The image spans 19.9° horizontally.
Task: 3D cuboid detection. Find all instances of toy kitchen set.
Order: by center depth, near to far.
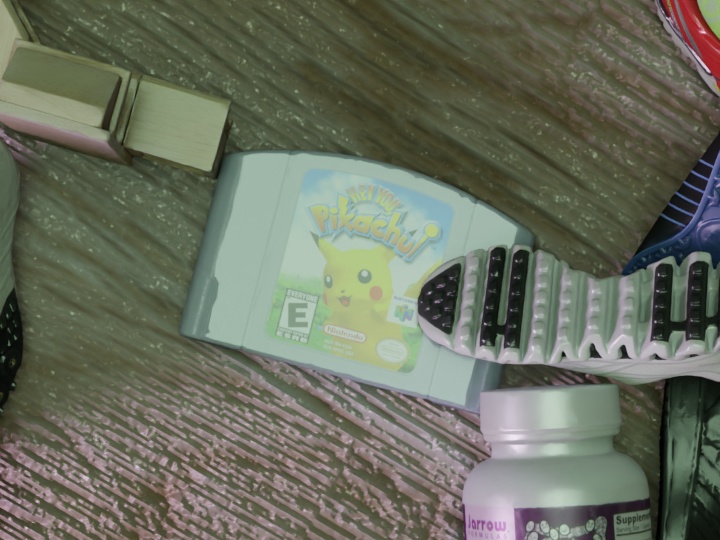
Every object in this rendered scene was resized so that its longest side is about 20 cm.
[{"bbox_3d":[-0.159,-0.164,1.183,0.198,0.163,0.182,16,89,-2],"label":"toy kitchen set"}]

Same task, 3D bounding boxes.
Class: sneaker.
[{"bbox_3d":[0.129,0.034,1.187,0.198,0.081,0.076,4,64,21],"label":"sneaker"},{"bbox_3d":[0.216,-0.030,1.204,0.070,0.078,0.201,37,129,7],"label":"sneaker"},{"bbox_3d":[0.248,-0.115,1.222,0.077,0.085,0.200,-44,88,-1],"label":"sneaker"},{"bbox_3d":[0.230,0.125,1.224,0.103,0.060,0.202,3,84,5],"label":"sneaker"},{"bbox_3d":[-0.247,0.013,1.238,0.072,0.071,0.202,11,98,42],"label":"sneaker"}]

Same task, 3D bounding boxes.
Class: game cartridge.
[{"bbox_3d":[0.000,0.000,1.245,0.198,0.040,0.135,14,84,1],"label":"game cartridge"}]

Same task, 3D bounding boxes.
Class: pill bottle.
[{"bbox_3d":[0.116,0.168,1.197,0.111,0.112,0.202,-4,87,0],"label":"pill bottle"}]
